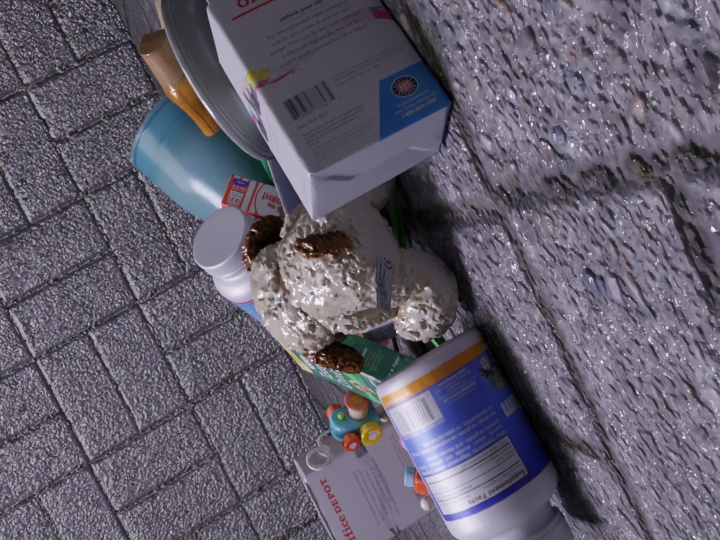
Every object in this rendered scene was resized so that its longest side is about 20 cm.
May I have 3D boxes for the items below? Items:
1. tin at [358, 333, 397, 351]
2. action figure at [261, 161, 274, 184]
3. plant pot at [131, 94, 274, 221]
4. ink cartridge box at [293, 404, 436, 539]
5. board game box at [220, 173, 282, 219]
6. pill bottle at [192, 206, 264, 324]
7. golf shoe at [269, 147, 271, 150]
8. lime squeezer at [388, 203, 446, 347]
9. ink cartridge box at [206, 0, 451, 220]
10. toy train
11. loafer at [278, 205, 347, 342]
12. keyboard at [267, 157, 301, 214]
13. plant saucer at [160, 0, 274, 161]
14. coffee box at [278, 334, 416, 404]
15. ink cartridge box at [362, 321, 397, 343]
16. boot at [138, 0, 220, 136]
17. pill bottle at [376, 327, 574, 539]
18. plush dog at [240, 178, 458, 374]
[{"bbox_3d":[0.012,0.083,1.132,0.202,0.041,0.113,76,166,-48],"label":"tin"},{"bbox_3d":[-0.125,-0.184,1.082,0.118,0.054,0.203,34,147,64],"label":"action figure"},{"bbox_3d":[-0.204,-0.159,1.197,0.188,0.200,0.200,45,166,9],"label":"plant pot"},{"bbox_3d":[0.025,0.279,1.109,0.149,0.197,0.083,64,168,-13],"label":"ink cartridge box"},{"bbox_3d":[-0.101,-0.048,1.094,0.148,0.047,0.201,16,159,5],"label":"board game box"},{"bbox_3d":[-0.116,0.005,1.014,0.200,0.109,0.109,42,-173,-48],"label":"pill bottle"},{"bbox_3d":[-0.074,-0.195,0.723,0.092,0.074,0.201,54,153,22],"label":"golf shoe"},{"bbox_3d":[0.065,0.031,0.811,0.070,0.037,0.203,-18,99,47],"label":"lime squeezer"},{"bbox_3d":[-0.035,-0.155,0.591,0.202,0.114,0.068,59,168,19],"label":"ink cartridge box"},{"bbox_3d":[0.035,0.205,0.987,0.151,0.195,0.057,-61,-25,-52],"label":"toy train"},{"bbox_3d":[-0.069,0.000,0.928,0.075,0.067,0.204,33,-143,-51],"label":"loafer"},{"bbox_3d":[-0.057,-0.036,0.894,0.056,0.011,0.204,-1,-114,-53],"label":"keyboard"},{"bbox_3d":[-0.132,-0.217,0.856,0.202,0.050,0.201,56,-164,-24],"label":"plant saucer"},{"bbox_3d":[0.001,0.117,0.963,0.197,0.045,0.123,22,161,23],"label":"coffee box"},{"bbox_3d":[0.000,0.000,0.892,0.201,0.043,0.096,75,176,-62],"label":"ink cartridge box"},{"bbox_3d":[-0.188,-0.278,0.968,0.069,0.205,0.144,0,151,27],"label":"boot"},{"bbox_3d":[0.105,0.165,0.713,0.203,0.111,0.112,60,169,5],"label":"pill bottle"},{"bbox_3d":[-0.034,0.008,0.726,0.171,0.159,0.202,-40,76,41],"label":"plush dog"}]
